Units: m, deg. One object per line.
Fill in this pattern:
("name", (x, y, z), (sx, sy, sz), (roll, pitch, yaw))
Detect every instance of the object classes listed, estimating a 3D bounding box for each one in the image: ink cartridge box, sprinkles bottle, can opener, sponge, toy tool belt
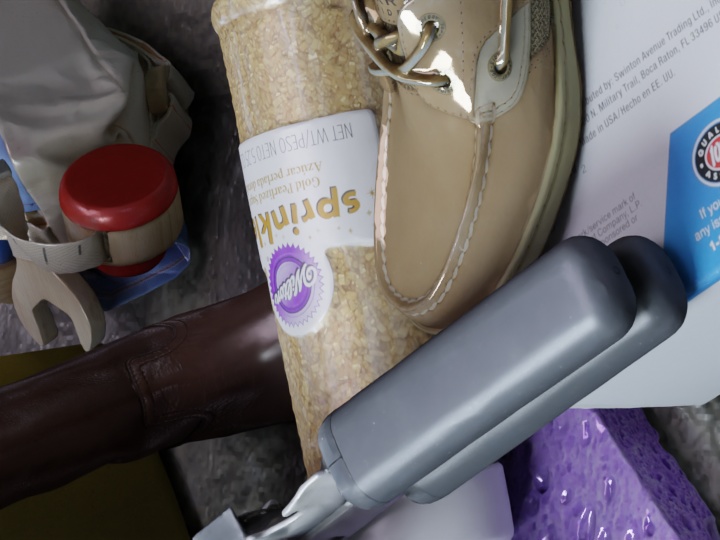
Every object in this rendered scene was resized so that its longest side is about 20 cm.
("ink cartridge box", (0.094, -0.077, 0.789), (0.146, 0.086, 0.201), (-38, 58, 43))
("sprinkles bottle", (0.000, 0.000, 0.847), (0.068, 0.068, 0.201), (-18, 82, 49))
("can opener", (0.021, 0.066, 0.755), (0.200, 0.053, 0.067), (-38, 67, 34))
("sponge", (0.076, 0.110, 0.843), (0.112, 0.030, 0.200), (-57, 48, 33))
("toy tool belt", (-0.121, -0.032, 1.050), (0.200, 0.124, 0.123), (48, 154, 45))

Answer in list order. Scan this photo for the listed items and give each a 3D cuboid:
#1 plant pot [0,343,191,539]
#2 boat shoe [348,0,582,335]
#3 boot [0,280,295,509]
("plant pot", (-0.168, 0.170, 1.027), (0.177, 0.199, 0.200), (49, 125, 27))
("boat shoe", (0.025, -0.079, 0.757), (0.071, 0.064, 0.201), (15, 100, 50))
("boot", (-0.084, 0.048, 0.905), (0.186, 0.199, 0.065), (-27, 81, 50))
